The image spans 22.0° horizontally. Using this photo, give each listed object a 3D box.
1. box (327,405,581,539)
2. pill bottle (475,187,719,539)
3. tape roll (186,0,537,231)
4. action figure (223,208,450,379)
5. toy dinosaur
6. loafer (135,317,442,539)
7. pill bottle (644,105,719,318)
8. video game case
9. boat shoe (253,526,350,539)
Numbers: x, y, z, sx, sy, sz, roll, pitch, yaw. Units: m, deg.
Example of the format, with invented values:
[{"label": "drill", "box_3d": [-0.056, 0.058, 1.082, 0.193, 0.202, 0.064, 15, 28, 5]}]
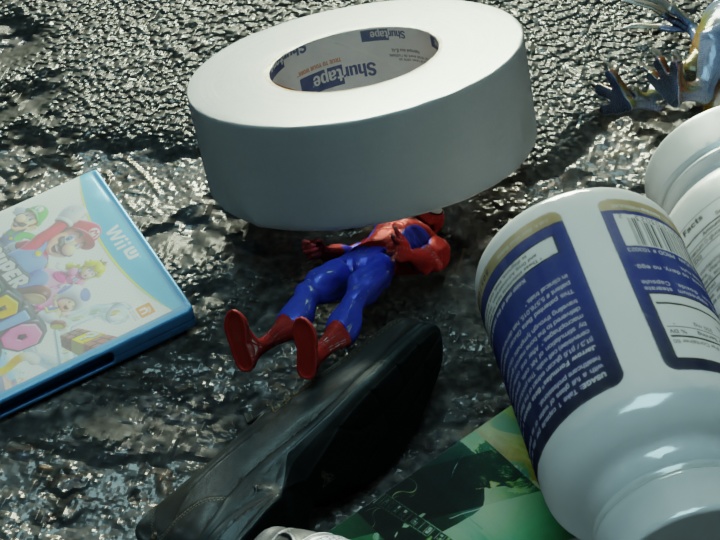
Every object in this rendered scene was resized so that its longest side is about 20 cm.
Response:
[{"label": "box", "box_3d": [0.057, 0.160, 0.912, 0.200, 0.036, 0.144, -32, 51, -23]}, {"label": "pill bottle", "box_3d": [0.130, 0.063, 0.895, 0.111, 0.111, 0.200, -12, 45, -4]}, {"label": "tape roll", "box_3d": [0.002, -0.096, 1.093, 0.200, 0.066, 0.200, -10, 25, 5]}, {"label": "action figure", "box_3d": [0.000, 0.000, 1.029, 0.065, 0.052, 0.200, 0, 18, 28]}, {"label": "toy dinosaur", "box_3d": [0.228, -0.143, 1.172, 0.181, 0.105, 0.200, -26, 86, -33]}, {"label": "loafer", "box_3d": [-0.034, 0.088, 0.969, 0.072, 0.073, 0.200, 26, 54, 33]}, {"label": "pill bottle", "box_3d": [0.224, 0.010, 0.977, 0.113, 0.113, 0.200, -12, 47, -3]}, {"label": "video game case", "box_3d": [-0.216, 0.025, 1.086, 0.200, 0.018, 0.143, -25, 48, -16]}, {"label": "boat shoe", "box_3d": [-0.057, 0.211, 0.840, 0.068, 0.072, 0.200, 6, 72, 43]}]
